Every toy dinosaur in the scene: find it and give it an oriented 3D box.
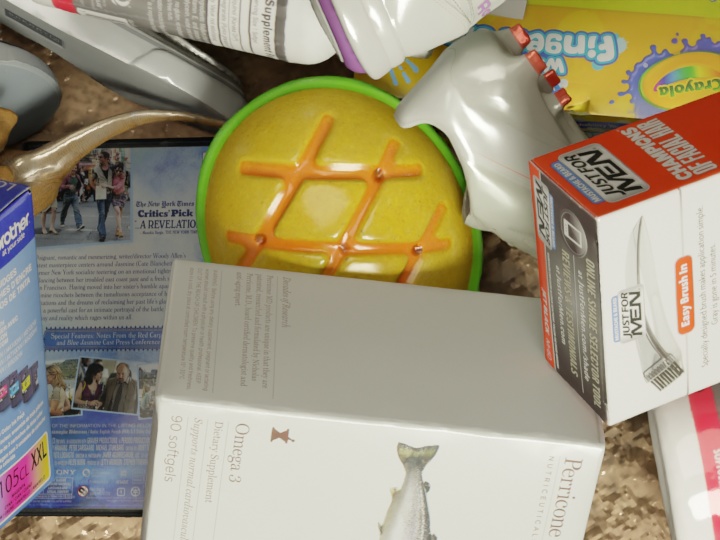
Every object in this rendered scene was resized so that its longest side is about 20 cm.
[{"bbox_3d":[-0.171,-0.049,1.145,0.200,0.106,0.061,-40,54,8],"label":"toy dinosaur"}]

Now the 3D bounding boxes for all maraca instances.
[{"bbox_3d":[0.000,0.000,1.116,0.137,0.107,0.201,-28,99,6],"label":"maraca"}]

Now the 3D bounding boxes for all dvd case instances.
[{"bbox_3d":[-0.113,0.028,1.166,0.142,0.018,0.201,-1,76,9],"label":"dvd case"}]

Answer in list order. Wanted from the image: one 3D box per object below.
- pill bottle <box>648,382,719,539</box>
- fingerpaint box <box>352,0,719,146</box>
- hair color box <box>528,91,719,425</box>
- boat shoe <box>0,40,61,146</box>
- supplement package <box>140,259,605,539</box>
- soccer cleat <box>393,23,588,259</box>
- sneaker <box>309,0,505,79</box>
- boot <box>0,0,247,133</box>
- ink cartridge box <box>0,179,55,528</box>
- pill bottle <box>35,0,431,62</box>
[{"bbox_3d":[0.239,0.078,1.048,0.199,0.111,0.111,-11,74,5],"label":"pill bottle"},{"bbox_3d":[0.108,-0.146,1.154,0.199,0.073,0.168,5,75,11],"label":"fingerpaint box"},{"bbox_3d":[0.178,-0.022,0.994,0.199,0.111,0.064,-20,36,-18],"label":"hair color box"},{"bbox_3d":[-0.242,-0.114,1.141,0.075,0.201,0.086,-46,62,29],"label":"boat shoe"},{"bbox_3d":[0.002,0.082,1.041,0.199,0.117,0.118,6,31,-4],"label":"supplement package"},{"bbox_3d":[0.093,-0.031,1.092,0.077,0.069,0.200,-34,115,9],"label":"soccer cleat"},{"bbox_3d":[0.004,-0.189,0.973,0.099,0.075,0.201,-21,111,-1],"label":"sneaker"},{"bbox_3d":[-0.131,-0.156,1.175,0.199,0.074,0.096,30,77,-6],"label":"boot"},{"bbox_3d":[-0.227,0.021,1.084,0.136,0.201,0.076,13,33,21],"label":"ink cartridge box"},{"bbox_3d":[-0.055,-0.163,1.078,0.199,0.111,0.111,13,77,5],"label":"pill bottle"}]
